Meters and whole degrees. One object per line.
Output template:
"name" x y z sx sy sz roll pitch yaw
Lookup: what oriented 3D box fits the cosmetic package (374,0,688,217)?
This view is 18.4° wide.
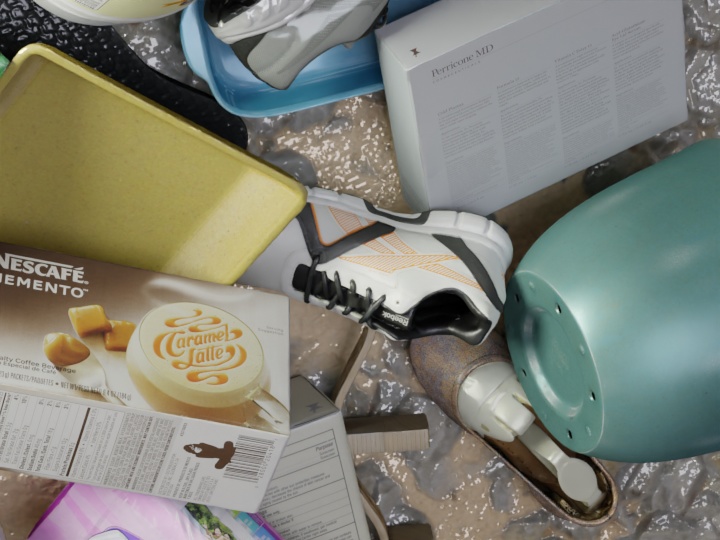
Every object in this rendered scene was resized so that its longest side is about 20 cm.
"cosmetic package" 0.114 -0.125 1.429 0.199 0.052 0.151 -25 140 -13

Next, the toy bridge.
"toy bridge" 0.013 0.111 1.493 0.067 0.027 0.201 -4 112 -3

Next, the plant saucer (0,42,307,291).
"plant saucer" -0.165 -0.040 1.342 0.199 0.049 0.200 27 125 -26

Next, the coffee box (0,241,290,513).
"coffee box" -0.146 0.063 1.328 0.199 0.115 0.080 12 134 -13

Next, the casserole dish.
"casserole dish" -0.023 -0.170 1.400 0.199 0.039 0.122 -16 110 -15

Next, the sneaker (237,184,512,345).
"sneaker" 0.000 0.000 1.409 0.198 0.080 0.074 5 140 -3

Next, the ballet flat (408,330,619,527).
"ballet flat" 0.113 0.105 1.515 0.068 0.067 0.200 -47 115 0

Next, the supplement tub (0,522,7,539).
"supplement tub" -0.276 0.209 1.352 0.144 0.145 0.201 -22 112 -14

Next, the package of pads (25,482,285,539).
"package of pads" -0.105 0.197 1.392 0.200 0.076 0.121 43 125 2

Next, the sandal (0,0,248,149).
"sandal" -0.157 -0.110 1.367 0.200 0.048 0.076 34 90 -38

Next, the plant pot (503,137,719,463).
"plant pot" 0.190 0.034 1.444 0.160 0.200 0.202 -20 111 -19

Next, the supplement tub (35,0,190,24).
"supplement tub" -0.119 -0.220 1.223 0.144 0.200 0.146 4 80 -24

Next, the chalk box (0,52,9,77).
"chalk box" -0.289 -0.116 1.265 0.124 0.125 0.201 34 92 -25

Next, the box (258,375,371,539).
"box" -0.044 0.183 1.470 0.094 0.078 0.201 -17 110 -15

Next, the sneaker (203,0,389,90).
"sneaker" 0.001 -0.188 1.351 0.200 0.074 0.080 -36 123 -2
